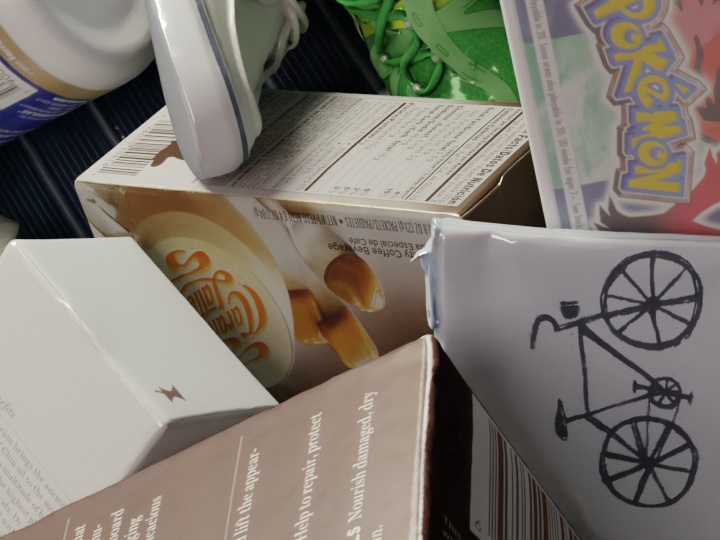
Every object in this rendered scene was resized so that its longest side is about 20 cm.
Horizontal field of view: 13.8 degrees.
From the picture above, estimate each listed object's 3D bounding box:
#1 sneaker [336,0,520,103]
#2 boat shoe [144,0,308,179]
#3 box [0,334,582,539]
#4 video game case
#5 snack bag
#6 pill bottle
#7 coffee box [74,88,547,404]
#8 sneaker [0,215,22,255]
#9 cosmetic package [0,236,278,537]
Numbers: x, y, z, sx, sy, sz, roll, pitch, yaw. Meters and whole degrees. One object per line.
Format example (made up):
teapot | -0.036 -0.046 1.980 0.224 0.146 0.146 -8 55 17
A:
sneaker | 0.016 -0.107 1.153 0.074 0.083 0.200 -29 80 33
boat shoe | -0.052 -0.111 1.157 0.200 0.065 0.074 -104 4 -48
box | -0.019 0.162 1.003 0.200 0.164 0.166 -27 119 20
video game case | 0.146 -0.059 1.009 0.182 0.023 0.201 -10 117 7
snack bag | 0.118 0.070 1.054 0.199 0.021 0.189 2 117 6
pill bottle | -0.189 -0.100 1.276 0.200 0.116 0.116 -22 81 33
coffee box | 0.000 0.000 1.138 0.200 0.080 0.115 7 127 41
sneaker | -0.212 0.042 1.227 0.085 0.200 0.077 24 133 -3
cosmetic package | -0.128 0.094 1.133 0.101 0.071 0.200 48 118 26
